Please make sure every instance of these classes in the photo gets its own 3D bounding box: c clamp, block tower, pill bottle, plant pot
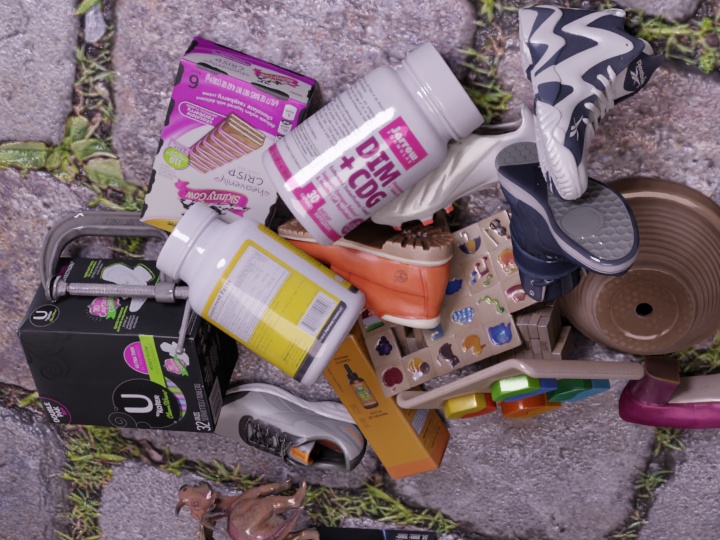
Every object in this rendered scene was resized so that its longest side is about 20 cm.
[{"bbox_3d":[-0.257,0.001,1.528,0.198,0.172,0.027,6,146,15],"label":"c clamp"},{"bbox_3d":[0.121,0.064,1.530,0.198,0.054,0.058,0,123,24],"label":"block tower"},{"bbox_3d":[0.013,-0.124,1.395,0.199,0.114,0.114,-36,110,7],"label":"pill bottle"},{"bbox_3d":[0.289,0.015,1.462,0.199,0.093,0.203,5,122,8],"label":"plant pot"},{"bbox_3d":[-0.102,0.019,1.456,0.199,0.112,0.112,34,123,2],"label":"pill bottle"}]

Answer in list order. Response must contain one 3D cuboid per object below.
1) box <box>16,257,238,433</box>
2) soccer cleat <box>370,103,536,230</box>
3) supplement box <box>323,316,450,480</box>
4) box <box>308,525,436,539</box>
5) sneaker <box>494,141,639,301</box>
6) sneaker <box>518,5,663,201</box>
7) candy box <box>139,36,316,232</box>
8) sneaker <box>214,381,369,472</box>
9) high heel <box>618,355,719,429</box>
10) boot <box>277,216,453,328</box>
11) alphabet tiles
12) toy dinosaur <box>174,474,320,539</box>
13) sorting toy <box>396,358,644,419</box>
[{"bbox_3d":[-0.252,0.081,1.587,0.198,0.125,0.150,3,131,11],"label":"box"},{"bbox_3d":[0.094,-0.105,1.448,0.198,0.069,0.078,-21,110,15],"label":"soccer cleat"},{"bbox_3d":[0.022,0.136,1.603,0.066,0.069,0.201,-17,119,31],"label":"supplement box"},{"bbox_3d":[0.015,0.421,1.773,0.162,0.086,0.202,1,121,10],"label":"box"},{"bbox_3d":[0.202,-0.017,1.358,0.076,0.203,0.147,-23,128,-12],"label":"sneaker"},{"bbox_3d":[0.221,-0.162,1.323,0.128,0.201,0.080,-9,146,4],"label":"sneaker"},{"bbox_3d":[-0.138,-0.122,1.485,0.135,0.061,0.201,19,124,-1],"label":"candy box"},{"bbox_3d":[-0.087,0.184,1.653,0.198,0.080,0.075,9,125,8],"label":"sneaker"},{"bbox_3d":[0.381,0.151,1.554,0.198,0.068,0.097,20,140,2],"label":"high heel"},{"bbox_3d":[0.000,0.000,1.496,0.198,0.075,0.108,15,119,27],"label":"boot"},{"bbox_3d":[0.083,0.021,1.505,0.199,0.008,0.169,-23,80,23],"label":"alphabet tiles"},{"bbox_3d":[-0.130,0.298,1.692,0.134,0.200,0.087,-11,96,-25],"label":"toy dinosaur"},{"bbox_3d":[0.165,0.125,1.489,0.184,0.037,0.199,4,164,-39],"label":"sorting toy"}]
